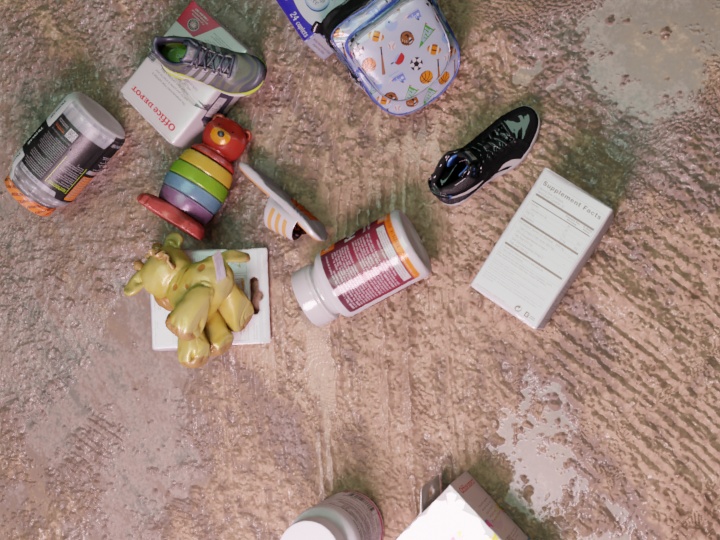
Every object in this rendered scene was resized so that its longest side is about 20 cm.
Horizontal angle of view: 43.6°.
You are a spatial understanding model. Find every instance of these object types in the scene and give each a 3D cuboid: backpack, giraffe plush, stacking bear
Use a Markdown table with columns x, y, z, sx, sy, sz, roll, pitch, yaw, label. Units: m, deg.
| x | y | z | sx | sy | sz | roll | pitch | yaw | label |
| --- | --- | --- | --- | --- | --- | --- | --- | --- | --- |
| 0.060 | -0.338 | 1.362 | 0.199 | 0.191 | 0.155 | -32 | 38 | 12 | backpack |
| -0.279 | 0.029 | 1.416 | 0.161 | 0.172 | 0.202 | 21 | 121 | 26 | giraffe plush |
| -0.260 | -0.163 | 1.496 | 0.121 | 0.114 | 0.201 | 30 | 84 | 7 | stacking bear |

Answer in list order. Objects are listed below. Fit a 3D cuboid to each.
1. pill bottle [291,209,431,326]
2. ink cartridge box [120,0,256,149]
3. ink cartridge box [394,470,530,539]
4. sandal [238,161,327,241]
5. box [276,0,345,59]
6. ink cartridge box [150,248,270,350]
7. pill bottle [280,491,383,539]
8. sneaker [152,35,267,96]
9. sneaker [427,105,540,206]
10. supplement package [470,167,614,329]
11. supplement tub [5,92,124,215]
| x | y | z | sx | sy | sz | roll | pitch | yaw | label |
| --- | --- | --- | --- | --- | --- | --- | --- | --- | --- |
| 0.000 | 0.000 | 1.399 | 0.199 | 0.114 | 0.115 | -28 | 79 | 13 | pill bottle |
| -0.284 | -0.325 | 1.526 | 0.145 | 0.084 | 0.200 | 43 | 98 | 15 | ink cartridge box |
| 0.153 | 0.399 | 1.316 | 0.125 | 0.128 | 0.200 | -47 | 74 | 9 | ink cartridge box |
| -0.136 | -0.098 | 1.473 | 0.206 | 0.079 | 0.059 | 42 | 100 | 24 | sandal |
| -0.045 | -0.483 | 1.452 | 0.199 | 0.105 | 0.185 | -36 | 77 | 11 | box |
| -0.252 | 0.048 | 1.514 | 0.198 | 0.057 | 0.164 | -2 | 85 | -4 | ink cartridge box |
| -0.043 | 0.401 | 1.338 | 0.112 | 0.200 | 0.115 | -1 | 86 | 17 | pill bottle |
| -0.243 | -0.327 | 1.428 | 0.198 | 0.081 | 0.075 | 13 | 90 | 15 | sneaker |
| 0.188 | -0.175 | 1.353 | 0.200 | 0.112 | 0.073 | -44 | 76 | 10 | sneaker |
| 0.268 | -0.028 | 1.315 | 0.117 | 0.117 | 0.201 | 34 | 96 | 17 | supplement package |
| -0.514 | -0.198 | 1.562 | 0.200 | 0.122 | 0.123 | -45 | 75 | 9 | supplement tub |
